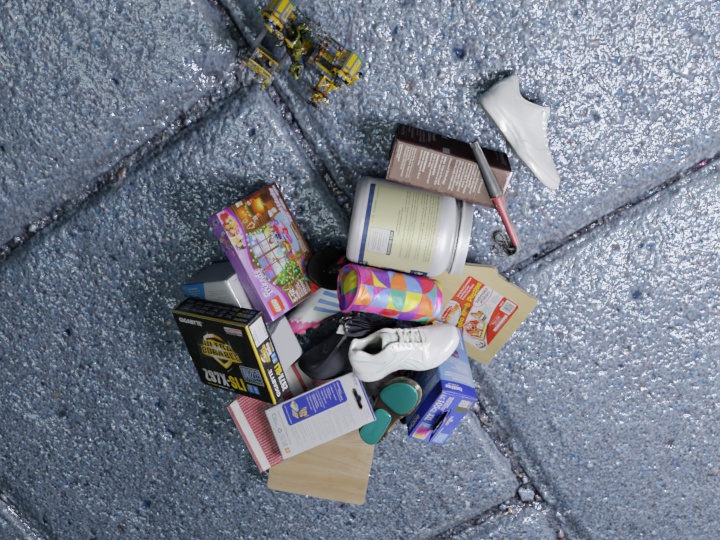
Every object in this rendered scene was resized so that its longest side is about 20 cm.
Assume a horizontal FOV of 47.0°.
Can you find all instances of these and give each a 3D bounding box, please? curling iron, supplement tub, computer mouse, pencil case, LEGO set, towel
[{"bbox_3d":[0.210,-0.108,1.318,0.049,0.026,0.204,-17,110,8],"label":"curling iron"},{"bbox_3d":[0.081,-0.071,1.390,0.195,0.146,0.148,10,115,0],"label":"supplement tub"},{"bbox_3d":[-0.035,0.147,1.464,0.137,0.054,0.199,7,145,-44],"label":"computer mouse"},{"bbox_3d":[0.051,0.044,1.410,0.197,0.089,0.089,13,118,-34],"label":"pencil case"},{"bbox_3d":[-0.102,-0.319,1.290,0.199,0.153,0.117,36,85,-23],"label":"LEGO set"},{"bbox_3d":[-0.132,0.263,1.545,0.197,0.023,0.146,-30,84,-4],"label":"towel"}]

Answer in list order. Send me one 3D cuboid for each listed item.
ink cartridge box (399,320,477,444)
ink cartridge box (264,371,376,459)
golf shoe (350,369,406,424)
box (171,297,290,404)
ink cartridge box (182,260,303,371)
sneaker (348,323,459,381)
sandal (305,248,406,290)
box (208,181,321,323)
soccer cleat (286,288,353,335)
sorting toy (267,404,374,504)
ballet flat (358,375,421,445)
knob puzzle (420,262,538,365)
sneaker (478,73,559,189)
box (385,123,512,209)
[{"bbox_3d":[0.135,0.209,1.462,0.075,0.202,0.138,14,129,-20],"label":"ink cartridge box"},{"bbox_3d":[-0.070,0.258,1.488,0.197,0.037,0.096,-26,83,19],"label":"ink cartridge box"},{"bbox_3d":[0.035,0.200,1.545,0.200,0.092,0.072,43,114,-12],"label":"golf shoe"},{"bbox_3d":[-0.224,0.137,1.430,0.197,0.049,0.162,8,127,39],"label":"box"},{"bbox_3d":[-0.210,0.088,1.481,0.143,0.084,0.203,-6,116,46],"label":"ink cartridge box"},{"bbox_3d":[0.072,0.130,1.401,0.196,0.071,0.081,-18,140,5],"label":"sneaker"},{"bbox_3d":[0.000,0.000,1.448,0.196,0.077,0.045,9,159,-20],"label":"sandal"},{"bbox_3d":[-0.156,-0.031,1.415,0.039,0.136,0.203,-18,103,52],"label":"box"},{"bbox_3d":[-0.074,0.056,1.511,0.197,0.070,0.088,-23,91,14],"label":"soccer cleat"},{"bbox_3d":[-0.073,0.344,1.629,0.195,0.070,0.203,10,115,0],"label":"sorting toy"},{"bbox_3d":[0.058,0.232,1.460,0.067,0.075,0.201,37,132,5],"label":"ballet flat"},{"bbox_3d":[0.191,0.059,1.497,0.214,0.031,0.224,8,124,12],"label":"knob puzzle"},{"bbox_3d":[0.281,-0.226,1.351,0.088,0.075,0.201,-37,105,7],"label":"sneaker"},{"bbox_3d":[0.145,-0.172,1.365,0.196,0.101,0.076,16,114,-3],"label":"box"}]
